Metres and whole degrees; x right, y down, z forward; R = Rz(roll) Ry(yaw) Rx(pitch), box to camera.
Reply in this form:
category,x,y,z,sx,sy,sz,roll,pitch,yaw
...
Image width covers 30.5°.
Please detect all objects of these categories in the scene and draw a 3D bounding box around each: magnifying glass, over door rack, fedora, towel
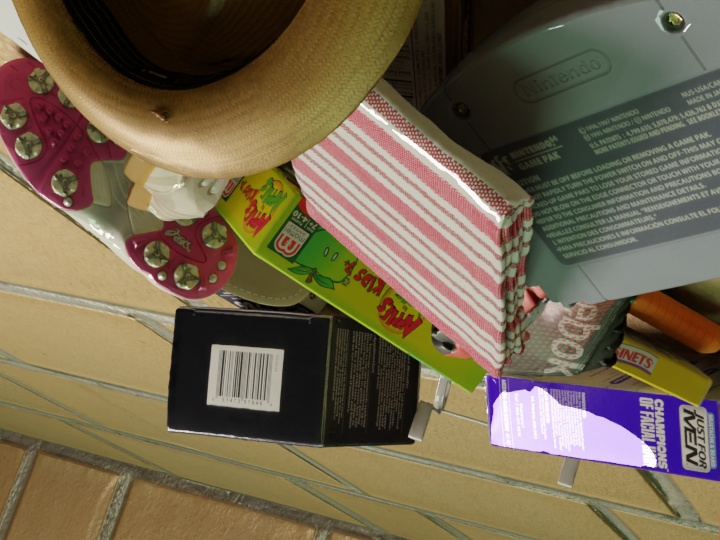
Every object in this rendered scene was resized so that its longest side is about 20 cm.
category,x,y,z,sx,sy,sz,roll,pitch,yaw
magnifying glass,0.157,0.007,0.855,0.199,0.023,0.079,25,163,-24
over door rack,0.133,0.131,1.200,0.147,0.067,0.200,16,-176,9
fedora,-0.043,-0.133,0.469,0.199,0.202,0.082,8,-159,31
towel,0.020,-0.034,0.603,0.146,0.030,0.200,41,166,19

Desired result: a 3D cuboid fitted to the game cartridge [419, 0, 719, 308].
category,x,y,z,sx,sy,sz,roll,pitch,yaw
game cartridge,0.113,-0.053,0.529,0.199,0.042,0.134,-15,116,52

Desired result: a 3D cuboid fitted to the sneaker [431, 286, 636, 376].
category,x,y,z,sx,sy,sz,roll,pitch,yaw
sneaker,0.129,0.007,0.759,0.097,0.071,0.200,29,140,-19

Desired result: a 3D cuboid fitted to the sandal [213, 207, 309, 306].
category,x,y,z,sx,sy,sz,roll,pitch,yaw
sandal,-0.123,-0.051,0.959,0.211,0.078,0.070,27,-165,-3

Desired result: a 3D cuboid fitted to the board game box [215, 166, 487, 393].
category,x,y,z,sx,sy,sz,roll,pitch,yaw
board game box,0.000,0.000,0.886,0.199,0.048,0.102,34,-173,-32

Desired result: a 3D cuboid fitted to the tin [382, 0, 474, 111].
category,x,y,z,sx,sy,sz,roll,pitch,yaw
tin,-0.006,-0.110,0.599,0.111,0.042,0.200,9,158,9

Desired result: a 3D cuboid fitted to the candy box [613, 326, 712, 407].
category,x,y,z,sx,sy,sz,roll,pitch,yaw
candy box,0.133,0.031,0.893,0.199,0.027,0.102,25,-175,-8

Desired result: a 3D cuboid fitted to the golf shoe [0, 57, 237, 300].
category,x,y,z,sx,sy,sz,roll,pitch,yaw
golf shoe,-0.170,-0.054,0.876,0.200,0.075,0.091,47,164,-7

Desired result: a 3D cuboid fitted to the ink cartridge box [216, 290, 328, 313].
category,x,y,z,sx,sy,sz,roll,pitch,yaw
ink cartridge box,-0.100,-0.003,1.100,0.099,0.039,0.199,-1,156,47

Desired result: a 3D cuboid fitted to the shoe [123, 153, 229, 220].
category,x,y,z,sx,sy,sz,roll,pitch,yaw
shoe,-0.086,-0.064,0.676,0.053,0.070,0.200,21,171,-9

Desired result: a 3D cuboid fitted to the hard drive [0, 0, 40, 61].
category,x,y,z,sx,sy,sz,roll,pitch,yaw
hard drive,-0.119,-0.136,0.708,0.199,0.026,0.132,7,160,37

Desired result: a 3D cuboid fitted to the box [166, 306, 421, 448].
category,x,y,z,sx,sy,sz,roll,pitch,yaw
box,-0.050,0.092,1.123,0.147,0.105,0.200,2,176,23

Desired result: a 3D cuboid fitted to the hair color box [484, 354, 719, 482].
category,x,y,z,sx,sy,sz,roll,pitch,yaw
hair color box,0.205,0.102,0.986,0.199,0.065,0.109,1,-169,43

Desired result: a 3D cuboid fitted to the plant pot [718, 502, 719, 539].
category,x,y,z,sx,sy,sz,roll,pitch,yaw
plant pot,0.362,0.199,1.008,0.199,0.179,0.201,17,163,5
